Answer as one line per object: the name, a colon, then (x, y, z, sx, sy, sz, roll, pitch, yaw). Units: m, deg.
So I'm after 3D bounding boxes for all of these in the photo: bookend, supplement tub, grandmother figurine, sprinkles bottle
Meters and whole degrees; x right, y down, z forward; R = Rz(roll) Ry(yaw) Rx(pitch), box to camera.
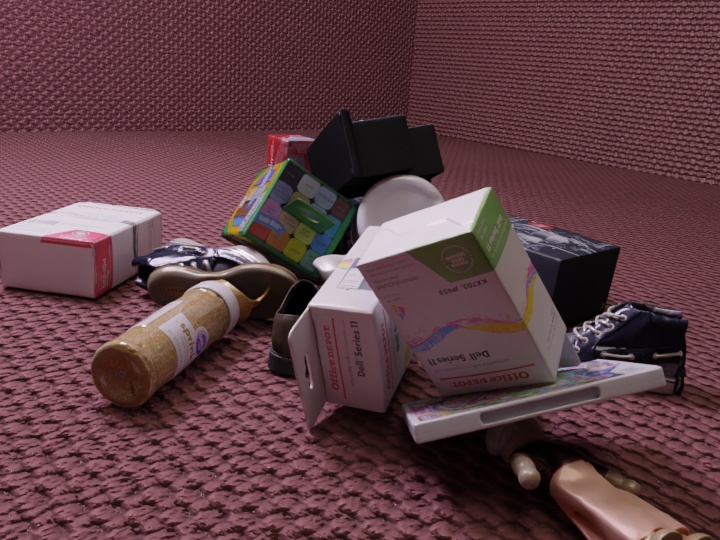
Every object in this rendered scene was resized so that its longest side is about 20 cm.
bookend: (0.043, -0.176, 0.995, 0.197, 0.093, 0.200, -13, -1, -17)
supplement tub: (0.054, -0.062, 1.008, 0.131, 0.133, 0.200, 4, -4, -3)
grandmother figurine: (0.165, 0.167, 0.530, 0.121, 0.061, 0.200, 27, 2, -28)
sprinkles bottle: (-0.198, 0.071, 0.714, 0.068, 0.069, 0.200, 8, 18, 12)

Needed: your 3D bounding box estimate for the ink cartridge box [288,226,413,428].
ink cartridge box: (0.009, 0.054, 0.663, 0.067, 0.118, 0.200, 5, 33, 22)

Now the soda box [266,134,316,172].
soda box: (-0.117, -0.122, 1.128, 0.063, 0.202, 0.070, -7, 21, -36)

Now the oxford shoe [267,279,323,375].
oxford shoe: (-0.051, 0.048, 0.802, 0.072, 0.085, 0.200, 6, 15, 9)

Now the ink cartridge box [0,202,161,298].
ink cartridge box: (-0.397, -0.036, 0.978, 0.144, 0.086, 0.200, 7, 19, 8)

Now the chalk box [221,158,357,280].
chalk box: (-0.098, -0.069, 0.953, 0.124, 0.125, 0.200, 33, -9, -20)

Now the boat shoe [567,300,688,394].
boat shoe: (0.275, 0.076, 0.779, 0.198, 0.094, 0.075, 7, 17, 8)

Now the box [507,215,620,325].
box: (0.245, -0.004, 0.979, 0.181, 0.105, 0.199, 23, 22, 37)

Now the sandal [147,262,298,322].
sandal: (-0.173, 0.034, 0.838, 0.198, 0.081, 0.054, 2, 34, 4)

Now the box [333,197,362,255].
box: (0.030, -0.088, 1.220, 0.198, 0.105, 0.148, -2, 18, -23)

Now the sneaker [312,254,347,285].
sneaker: (0.000, 0.000, 0.822, 0.080, 0.071, 0.200, -34, -7, 10)

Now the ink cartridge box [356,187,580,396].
ink cartridge box: (0.100, 0.041, 0.589, 0.116, 0.201, 0.067, -17, 29, 36)

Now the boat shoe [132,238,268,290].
boat shoe: (-0.215, 0.008, 0.901, 0.199, 0.075, 0.093, 8, 24, 34)

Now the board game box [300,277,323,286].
board game box: (0.019, 0.035, 0.969, 0.198, 0.020, 0.103, 1, 19, -13)

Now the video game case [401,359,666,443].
video game case: (0.137, 0.109, 0.584, 0.198, 0.018, 0.143, -13, -5, -1)
